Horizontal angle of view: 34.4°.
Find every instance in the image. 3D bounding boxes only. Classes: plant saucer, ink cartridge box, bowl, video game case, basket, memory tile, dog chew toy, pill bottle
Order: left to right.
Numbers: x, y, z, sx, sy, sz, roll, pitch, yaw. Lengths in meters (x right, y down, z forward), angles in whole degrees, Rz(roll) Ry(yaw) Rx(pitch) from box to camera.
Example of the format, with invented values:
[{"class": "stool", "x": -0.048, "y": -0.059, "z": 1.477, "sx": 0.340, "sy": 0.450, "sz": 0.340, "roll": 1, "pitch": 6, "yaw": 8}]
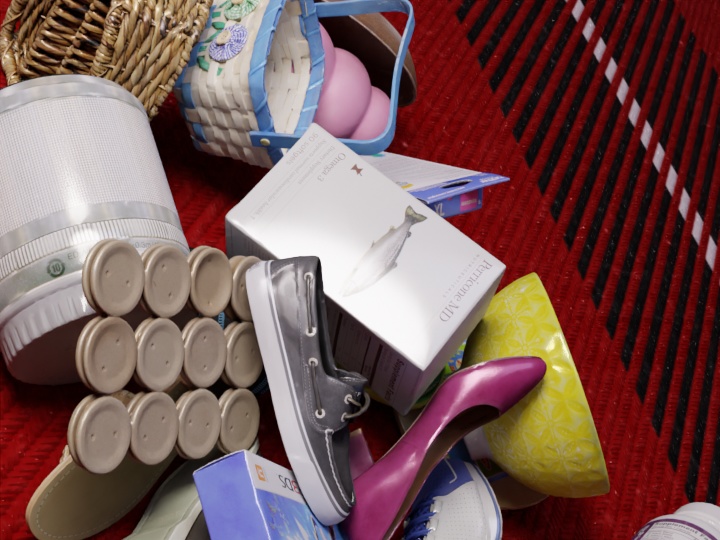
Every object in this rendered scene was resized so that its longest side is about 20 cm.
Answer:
[{"class": "basket", "x": -0.233, "y": -0.192, "z": 0.991, "sx": 0.148, "sy": 0.200, "sz": 0.144, "roll": 28, "pitch": 43, "yaw": -20}, {"class": "memory tile", "x": -0.128, "y": 0.058, "z": 0.816, "sx": 0.199, "sy": 0.017, "sz": 0.155, "roll": 7, "pitch": 87, "yaw": -59}, {"class": "basket", "x": -0.057, "y": -0.174, "z": 1.035, "sx": 0.198, "sy": 0.140, "sz": 0.178, "roll": 3, "pitch": 53, "yaw": 10}, {"class": "video game case", "x": -0.036, "y": 0.240, "z": 0.816, "sx": 0.181, "sy": 0.045, "sz": 0.202, "roll": 44, "pitch": 23, "yaw": -64}, {"class": "dog chew toy", "x": -0.046, "y": -0.186, "z": 1.210, "sx": 0.199, "sy": 0.124, "sz": 0.125, "roll": 29, "pitch": 41, "yaw": -28}, {"class": "plant saucer", "x": -0.017, "y": -0.249, "z": 1.237, "sx": 0.199, "sy": 0.200, "sz": 0.037, "roll": 34, "pitch": 79, "yaw": -11}, {"class": "ink cartridge box", "x": 0.025, "y": -0.076, "z": 1.074, "sx": 0.199, "sy": 0.042, "sz": 0.119, "roll": 14, "pitch": 22, "yaw": 42}, {"class": "bowl", "x": 0.137, "y": 0.114, "z": 1.027, "sx": 0.200, "sy": 0.107, "sz": 0.202, "roll": -19, "pitch": 90, "yaw": -86}, {"class": "pill bottle", "x": 0.283, "y": 0.294, "z": 1.065, "sx": 0.113, "sy": 0.112, "sz": 0.199, "roll": 52, "pitch": 40, "yaw": 11}]

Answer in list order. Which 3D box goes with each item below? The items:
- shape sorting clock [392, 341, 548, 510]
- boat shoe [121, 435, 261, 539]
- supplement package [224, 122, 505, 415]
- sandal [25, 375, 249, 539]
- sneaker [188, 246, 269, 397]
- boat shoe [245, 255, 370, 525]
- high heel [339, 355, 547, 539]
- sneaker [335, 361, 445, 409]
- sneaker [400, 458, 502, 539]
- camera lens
[{"class": "shape sorting clock", "x": 0.117, "y": 0.136, "z": 1.120, "sx": 0.198, "sy": 0.039, "sz": 0.202, "roll": 19, "pitch": 47, "yaw": -22}, {"class": "boat shoe", "x": -0.122, "y": 0.192, "z": 0.855, "sx": 0.061, "sy": 0.071, "sz": 0.201, "roll": 66, "pitch": 28, "yaw": -14}, {"class": "supplement package", "x": 0.000, "y": 0.000, "z": 0.952, "sx": 0.199, "sy": 0.118, "sz": 0.117, "roll": 37, "pitch": 67, "yaw": 11}, {"class": "sandal", "x": -0.178, "y": 0.120, "z": 0.876, "sx": 0.069, "sy": 0.078, "sz": 0.211, "roll": 23, "pitch": 47, "yaw": 37}, {"class": "sneaker", "x": -0.129, "y": 0.018, "z": 0.974, "sx": 0.201, "sy": 0.082, "sz": 0.073, "roll": 57, "pitch": 19, "yaw": 10}, {"class": "boat shoe", "x": -0.027, "y": 0.085, "z": 0.861, "sx": 0.070, "sy": 0.066, "sz": 0.202, "roll": 8, "pitch": 67, "yaw": -79}, {"class": "high heel", "x": 0.070, "y": 0.144, "z": 0.907, "sx": 0.097, "sy": 0.199, "sz": 0.068, "roll": 64, "pitch": 5, "yaw": 32}, {"class": "sneaker", "x": -0.015, "y": 0.064, "z": 1.029, "sx": 0.198, "sy": 0.084, "sz": 0.075, "roll": 13, "pitch": 50, "yaw": -16}, {"class": "sneaker", "x": 0.052, "y": 0.239, "z": 0.943, "sx": 0.114, "sy": 0.081, "sz": 0.201, "roll": 21, "pitch": 46, "yaw": -28}, {"class": "camera lens", "x": -0.219, "y": -0.034, "z": 0.885, "sx": 0.159, "sy": 0.160, "sz": 0.202, "roll": -3, "pitch": 64, "yaw": -41}]
